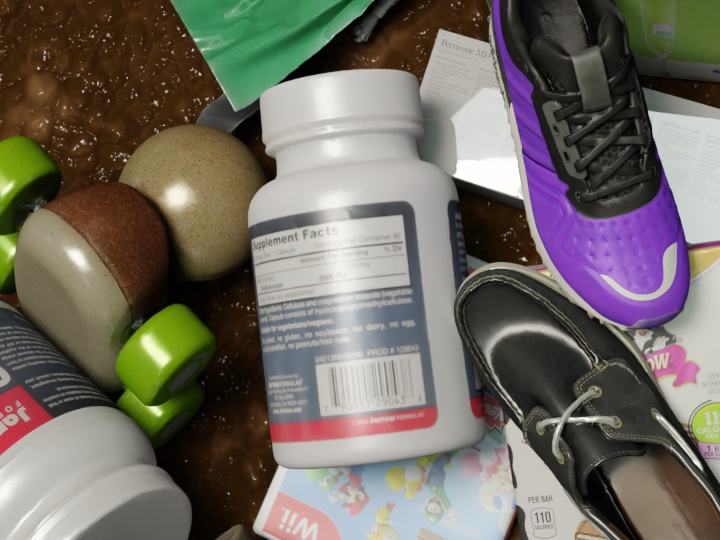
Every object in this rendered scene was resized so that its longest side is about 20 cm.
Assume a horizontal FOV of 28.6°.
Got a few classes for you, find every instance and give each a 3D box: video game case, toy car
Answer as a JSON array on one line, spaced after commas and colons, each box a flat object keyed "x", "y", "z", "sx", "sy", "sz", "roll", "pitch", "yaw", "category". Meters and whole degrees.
[{"x": 0.037, "y": 0.089, "z": 0.829, "sx": 0.141, "sy": 0.017, "sz": 0.202, "roll": 22, "pitch": 87, "yaw": 16, "category": "video game case"}, {"x": -0.108, "y": -0.027, "z": 0.847, "sx": 0.200, "sy": 0.158, "sz": 0.164, "roll": -40, "pitch": 78, "yaw": -25, "category": "toy car"}]

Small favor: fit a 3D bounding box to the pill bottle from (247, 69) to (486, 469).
[{"x": 0.000, "y": 0.000, "z": 0.770, "sx": 0.118, "sy": 0.119, "sz": 0.203, "roll": -7, "pitch": 86, "yaw": 13, "category": "pill bottle"}]

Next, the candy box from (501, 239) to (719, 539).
[{"x": 0.148, "y": 0.092, "z": 0.753, "sx": 0.134, "sy": 0.061, "sz": 0.203, "roll": -9, "pitch": 91, "yaw": 16, "category": "candy box"}]

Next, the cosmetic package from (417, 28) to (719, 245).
[{"x": 0.128, "y": -0.069, "z": 0.815, "sx": 0.198, "sy": 0.051, "sz": 0.084, "roll": 19, "pitch": 89, "yaw": 16, "category": "cosmetic package"}]

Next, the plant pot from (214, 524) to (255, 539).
[{"x": -0.079, "y": 0.270, "z": 0.752, "sx": 0.200, "sy": 0.200, "sz": 0.174, "roll": -43, "pitch": 89, "yaw": 4, "category": "plant pot"}]

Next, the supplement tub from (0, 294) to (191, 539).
[{"x": -0.203, "y": 0.108, "z": 0.784, "sx": 0.199, "sy": 0.140, "sz": 0.141, "roll": 37, "pitch": 91, "yaw": 26, "category": "supplement tub"}]

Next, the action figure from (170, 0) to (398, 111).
[{"x": -0.013, "y": -0.183, "z": 0.865, "sx": 0.198, "sy": 0.055, "sz": 0.119, "roll": -30, "pitch": 65, "yaw": -2, "category": "action figure"}]

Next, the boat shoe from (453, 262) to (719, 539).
[{"x": 0.118, "y": 0.077, "z": 0.695, "sx": 0.072, "sy": 0.068, "sz": 0.201, "roll": -41, "pitch": 81, "yaw": 14, "category": "boat shoe"}]

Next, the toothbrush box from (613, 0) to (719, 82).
[{"x": 0.206, "y": -0.164, "z": 0.734, "sx": 0.143, "sy": 0.200, "sz": 0.087, "roll": 7, "pitch": 81, "yaw": 15, "category": "toothbrush box"}]

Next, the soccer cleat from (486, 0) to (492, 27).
[{"x": 0.098, "y": -0.212, "z": 0.755, "sx": 0.080, "sy": 0.067, "sz": 0.203, "roll": 6, "pitch": 111, "yaw": 36, "category": "soccer cleat"}]

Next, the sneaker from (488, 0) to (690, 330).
[{"x": 0.108, "y": -0.071, "z": 0.684, "sx": 0.069, "sy": 0.100, "sz": 0.203, "roll": -18, "pitch": 75, "yaw": -3, "category": "sneaker"}]
